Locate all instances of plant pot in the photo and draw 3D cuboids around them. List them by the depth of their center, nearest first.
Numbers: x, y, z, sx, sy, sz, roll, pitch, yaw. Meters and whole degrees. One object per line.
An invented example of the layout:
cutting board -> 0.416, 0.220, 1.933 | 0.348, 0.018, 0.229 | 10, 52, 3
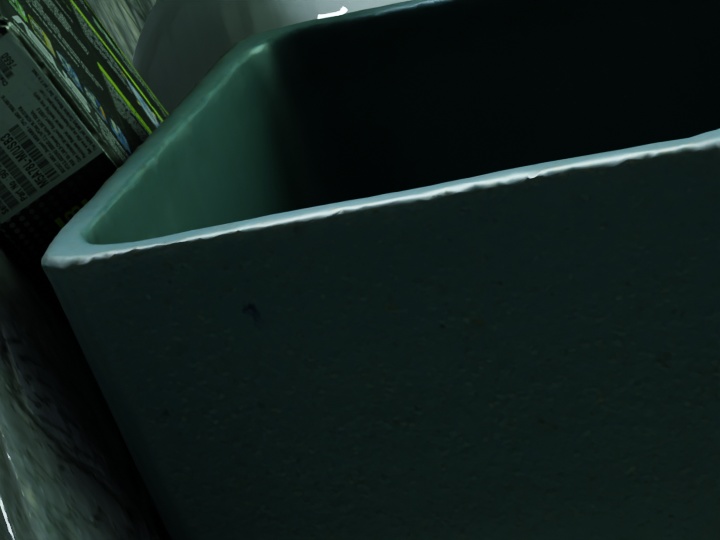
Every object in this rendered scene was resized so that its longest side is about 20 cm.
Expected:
plant pot -> 0.054, 0.036, 0.747 | 0.196, 0.195, 0.201 | -59, 136, -63

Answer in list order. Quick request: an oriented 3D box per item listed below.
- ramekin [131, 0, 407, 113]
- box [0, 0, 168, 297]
ramekin -> 0.004, -0.052, 1.105 | 0.201, 0.199, 0.098 | 55, 12, -34
box -> -0.095, -0.047, 0.841 | 0.200, 0.047, 0.193 | 54, 2, -38
